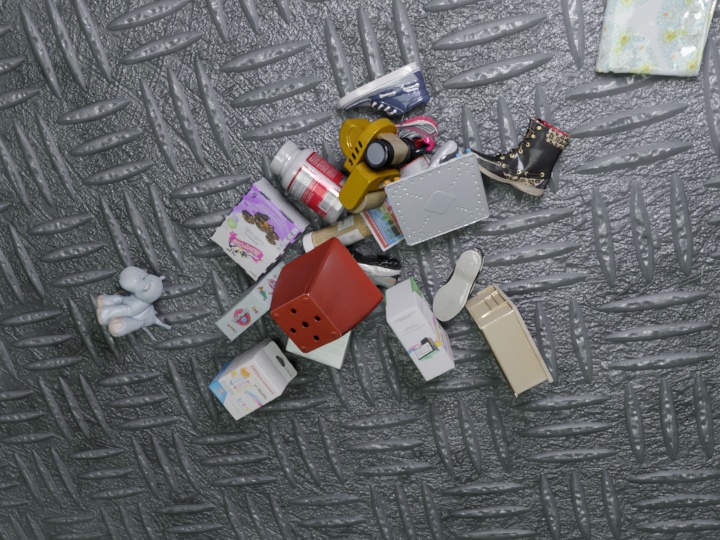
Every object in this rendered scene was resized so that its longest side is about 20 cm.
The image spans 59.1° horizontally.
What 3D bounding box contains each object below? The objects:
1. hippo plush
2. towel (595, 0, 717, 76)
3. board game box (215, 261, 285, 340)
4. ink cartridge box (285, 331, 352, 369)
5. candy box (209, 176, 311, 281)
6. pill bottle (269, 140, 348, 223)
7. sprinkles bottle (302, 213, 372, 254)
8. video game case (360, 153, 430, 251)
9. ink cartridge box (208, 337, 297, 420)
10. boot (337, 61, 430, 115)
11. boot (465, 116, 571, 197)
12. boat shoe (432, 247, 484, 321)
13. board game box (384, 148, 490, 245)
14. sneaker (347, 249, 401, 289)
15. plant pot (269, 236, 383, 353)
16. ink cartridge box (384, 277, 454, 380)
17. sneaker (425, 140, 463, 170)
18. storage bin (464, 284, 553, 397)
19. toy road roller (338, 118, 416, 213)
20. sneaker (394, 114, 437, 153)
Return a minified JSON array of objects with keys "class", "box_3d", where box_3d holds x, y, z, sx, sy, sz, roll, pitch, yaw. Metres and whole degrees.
[{"class":"hippo plush","box_3d":[-0.609,0.084,1.719,0.199,0.159,0.161,32,117,0]},{"class":"towel","box_3d":[0.578,-0.473,1.245,0.198,0.048,0.173,7,113,12]},{"class":"board game box","box_3d":[-0.261,0.072,1.602,0.147,0.200,0.064,-38,98,25]},{"class":"ink cartridge box","box_3d":[-0.098,0.142,1.688,0.161,0.050,0.202,18,98,7]},{"class":"candy box","box_3d":[-0.253,-0.101,1.599,0.168,0.072,0.200,43,115,-6]},{"class":"pill bottle","box_3d":[-0.111,-0.212,1.494,0.199,0.112,0.112,37,116,-3]},{"class":"sprinkles bottle","box_3d":[-0.043,-0.091,1.552,0.199,0.068,0.069,-22,105,21]},{"class":"video game case","box_3d":[0.101,-0.157,1.476,0.199,0.017,0.144,-32,103,1]},{"class":"ink cartridge box","box_3d":[-0.286,0.290,1.741,0.199,0.125,0.129,-33,101,24]},{"class":"boot","box_3d":[0.051,-0.376,1.404,0.199,0.073,0.091,-20,100,20]},{"class":"boot","box_3d":[0.342,-0.260,1.375,0.199,0.073,0.151,24,116,-6]},{"class":"boat shoe","box_3d":[0.239,0.032,1.536,0.073,0.060,0.201,29,115,16]},{"class":"board game box","box_3d":[0.169,-0.156,1.381,0.198,0.026,0.201,-20,139,7]},{"class":"sneaker","box_3d":[0.000,0.000,1.578,0.198,0.074,0.080,14,120,8]},{"class":"plant pot","box_3d":[-0.098,0.078,1.513,0.199,0.177,0.200,-27,110,35]},{"class":"ink cartridge box","box_3d":[0.143,0.142,1.539,0.083,0.145,0.201,-27,114,13]},{"class":"sneaker","box_3d":[0.180,-0.182,1.431,0.115,0.075,0.200,37,96,-11]},{"class":"storage bin","box_3d":[0.341,0.159,1.491,0.093,0.199,0.201,-29,104,6]},{"class":"toy road roller","box_3d":[0.011,-0.238,1.371,0.146,0.122,0.201,45,124,19]},{"class":"sneaker","box_3d":[0.074,-0.289,1.421,0.198,0.075,0.081,-11,139,20]}]
